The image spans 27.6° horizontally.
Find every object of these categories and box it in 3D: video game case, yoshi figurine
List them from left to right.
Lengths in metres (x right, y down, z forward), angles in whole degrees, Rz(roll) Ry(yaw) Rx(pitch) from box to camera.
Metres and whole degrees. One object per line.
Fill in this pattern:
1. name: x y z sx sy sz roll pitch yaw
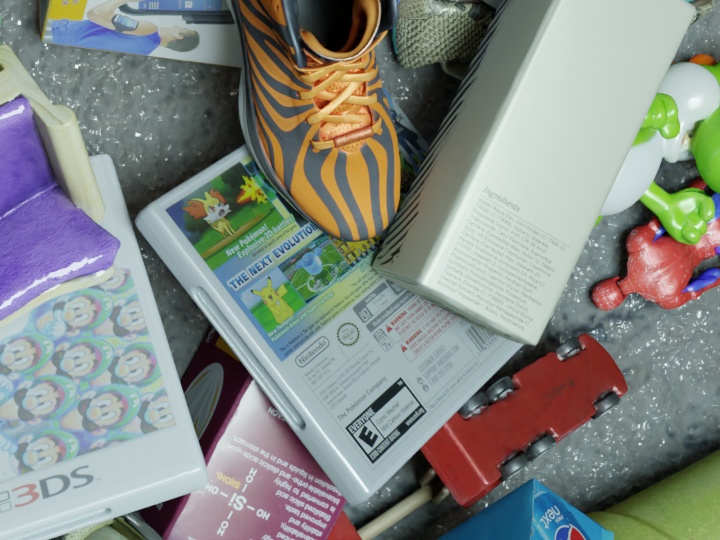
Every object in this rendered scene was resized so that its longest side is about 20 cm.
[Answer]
1. video game case: -0.186 0.045 0.717 0.181 0.201 0.024 -17 147 -8
2. video game case: 0.000 0.000 0.796 0.183 0.022 0.200 52 46 0
3. yoshi figurine: 0.177 -0.062 0.873 0.199 0.112 0.112 -29 96 -13

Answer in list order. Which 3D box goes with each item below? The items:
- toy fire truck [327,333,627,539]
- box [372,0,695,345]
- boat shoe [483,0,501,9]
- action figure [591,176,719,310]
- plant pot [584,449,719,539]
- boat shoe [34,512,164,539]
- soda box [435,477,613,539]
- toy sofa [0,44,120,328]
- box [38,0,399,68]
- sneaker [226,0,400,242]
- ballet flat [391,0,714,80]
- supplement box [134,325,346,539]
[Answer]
1. toy fire truck: 0.057 0.117 0.867 0.199 0.141 0.049 -25 75 -42
2. box: 0.090 -0.069 0.775 0.082 0.068 0.201 29 85 -22
3. boat shoe: 0.061 -0.225 0.813 0.070 0.072 0.201 -39 90 -22
4. action figure: 0.233 -0.030 0.942 0.199 0.052 0.066 -31 100 -9
5. plant pot: 0.225 0.196 0.905 0.184 0.200 0.201 -31 106 -26
6. boat shoe: -0.138 0.135 0.710 0.200 0.066 0.072 34 58 0
7. soda box: 0.050 0.201 0.833 0.064 0.068 0.200 35 127 -19
8. toy sofa: -0.218 -0.010 0.693 0.199 0.098 0.083 -31 150 -17
9. box: -0.063 -0.161 0.783 0.199 0.119 0.042 6 54 -19
10. sneaker: -0.018 -0.093 0.704 0.077 0.112 0.201 -25 115 -10
11. ballet flat: 0.112 -0.142 0.882 0.199 0.068 0.076 -2 119 -14
12. supplement box: -0.076 0.131 0.816 0.085 0.110 0.201 30 86 -21
